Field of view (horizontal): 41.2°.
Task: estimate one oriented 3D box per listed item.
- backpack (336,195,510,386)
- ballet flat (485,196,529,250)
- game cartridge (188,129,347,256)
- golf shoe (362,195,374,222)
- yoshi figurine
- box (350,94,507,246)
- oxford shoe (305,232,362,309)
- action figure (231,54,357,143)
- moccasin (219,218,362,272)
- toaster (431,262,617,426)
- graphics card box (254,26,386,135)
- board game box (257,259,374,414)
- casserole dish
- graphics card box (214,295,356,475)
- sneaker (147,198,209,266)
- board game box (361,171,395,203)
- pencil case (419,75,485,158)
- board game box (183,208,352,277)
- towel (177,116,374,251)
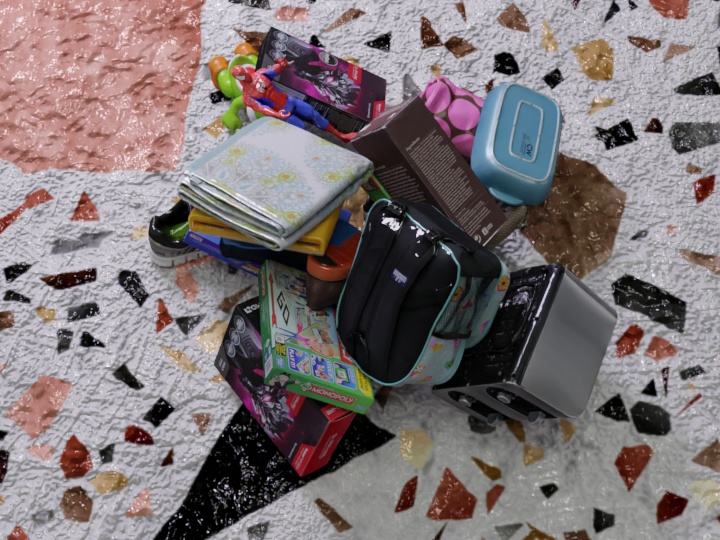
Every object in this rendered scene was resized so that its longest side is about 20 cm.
[{"bbox_3d":[0.068,0.035,1.137,0.176,0.153,0.201,39,110,38],"label":"backpack"},{"bbox_3d":[0.163,-0.028,1.275,0.200,0.067,0.046,-45,106,-27],"label":"ballet flat"},{"bbox_3d":[-0.107,-0.107,1.236,0.175,0.033,0.201,10,44,6],"label":"game cartridge"},{"bbox_3d":[0.061,-0.133,1.358,0.077,0.095,0.201,4,59,32],"label":"golf shoe"},{"bbox_3d":[-0.149,-0.252,1.451,0.111,0.113,0.200,2,38,-40],"label":"yoshi figurine"},{"bbox_3d":[0.086,-0.115,1.223,0.075,0.100,0.200,-45,106,-21],"label":"box"},{"bbox_3d":[0.000,0.000,1.239,0.199,0.073,0.071,-13,36,-44],"label":"oxford shoe"},{"bbox_3d":[-0.084,-0.220,1.295,0.199,0.099,0.066,32,77,-24],"label":"action figure"},{"bbox_3d":[-0.090,-0.039,1.269,0.198,0.068,0.081,9,62,-21],"label":"moccasin"},{"bbox_3d":[0.201,0.090,1.188,0.118,0.180,0.201,35,65,-19],"label":"toaster"},{"bbox_3d":[-0.058,-0.266,1.398,0.199,0.051,0.126,21,44,-15],"label":"graphics card box"},{"bbox_3d":[-0.058,0.077,1.176,0.134,0.029,0.201,20,33,-23],"label":"board game box"},{"bbox_3d":[0.220,-0.181,1.309,0.120,0.039,0.201,21,60,-8],"label":"casserole dish"},{"bbox_3d":[-0.099,0.145,1.211,0.051,0.126,0.200,-22,61,-39],"label":"graphics card box"},{"bbox_3d":[-0.212,-0.070,1.352,0.198,0.088,0.074,-19,64,-6],"label":"sneaker"},{"bbox_3d":[0.094,-0.086,1.305,0.102,0.048,0.200,-46,106,-21],"label":"board game box"},{"bbox_3d":[0.170,-0.207,1.372,0.199,0.091,0.094,24,103,-8],"label":"pencil case"},{"bbox_3d":[-0.126,-0.060,1.322,0.199,0.045,0.135,26,65,-13],"label":"board game box"},{"bbox_3d":[-0.105,-0.113,1.190,0.170,0.048,0.200,28,46,20],"label":"towel"}]
